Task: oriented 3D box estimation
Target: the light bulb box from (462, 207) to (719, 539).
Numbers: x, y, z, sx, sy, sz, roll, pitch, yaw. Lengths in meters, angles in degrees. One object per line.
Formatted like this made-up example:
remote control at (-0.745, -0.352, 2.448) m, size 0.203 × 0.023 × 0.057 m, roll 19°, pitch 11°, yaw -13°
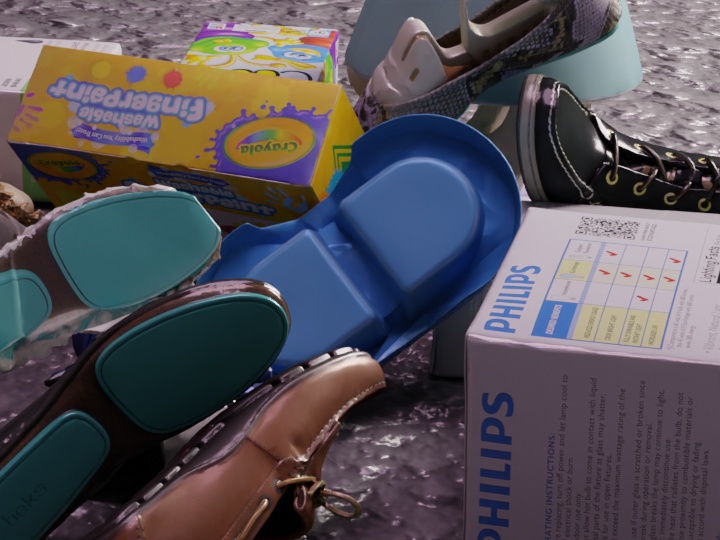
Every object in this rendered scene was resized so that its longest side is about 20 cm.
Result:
light bulb box at (0.165, 0.062, 1.219) m, size 0.199 × 0.126 × 0.198 m, roll 5°, pitch 21°, yaw 12°

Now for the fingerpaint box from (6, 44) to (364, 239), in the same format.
fingerpaint box at (-0.090, -0.056, 1.463) m, size 0.199 × 0.074 × 0.167 m, roll 9°, pitch -24°, yaw 21°

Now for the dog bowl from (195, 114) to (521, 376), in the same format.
dog bowl at (0.000, 0.000, 1.339) m, size 0.200 × 0.112 × 0.050 m, roll -37°, pitch -16°, yaw -5°

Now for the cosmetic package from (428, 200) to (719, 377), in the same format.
cosmetic package at (0.146, 0.015, 1.411) m, size 0.199 × 0.091 × 0.107 m, roll 7°, pitch 21°, yaw 7°

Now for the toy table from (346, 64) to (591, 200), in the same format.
toy table at (0.067, -0.077, 1.606) m, size 0.183 × 0.118 × 0.200 m, roll 10°, pitch 21°, yaw 22°

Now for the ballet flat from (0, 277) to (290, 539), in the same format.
ballet flat at (-0.125, 0.062, 1.165) m, size 0.200 × 0.068 × 0.068 m, roll -36°, pitch 26°, yaw -2°

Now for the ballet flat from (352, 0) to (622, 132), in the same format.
ballet flat at (0.062, -0.137, 1.466) m, size 0.200 × 0.072 × 0.072 m, roll -29°, pitch 20°, yaw 5°

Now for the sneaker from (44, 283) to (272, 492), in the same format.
sneaker at (-0.127, 0.060, 1.267) m, size 0.115 × 0.081 × 0.199 m, roll -7°, pitch 23°, yaw -29°

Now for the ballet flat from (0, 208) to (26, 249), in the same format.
ballet flat at (-0.245, -0.005, 1.445) m, size 0.067 × 0.071 × 0.200 m, roll 29°, pitch 31°, yaw 28°

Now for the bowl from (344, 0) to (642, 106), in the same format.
bowl at (0.090, -0.184, 1.580) m, size 0.199 × 0.106 × 0.201 m, roll 2°, pitch 19°, yaw -1°

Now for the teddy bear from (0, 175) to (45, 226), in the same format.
teddy bear at (-0.307, -0.038, 1.566) m, size 0.145 × 0.067 × 0.199 m, roll 27°, pitch 24°, yaw 31°

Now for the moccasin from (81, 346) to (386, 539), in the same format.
moccasin at (-0.048, 0.105, 1.142) m, size 0.074 × 0.078 × 0.201 m, roll -35°, pitch 5°, yaw 40°

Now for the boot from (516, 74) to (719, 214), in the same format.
boot at (0.189, -0.061, 1.468) m, size 0.153 × 0.074 × 0.204 m, roll -1°, pitch -27°, yaw 24°

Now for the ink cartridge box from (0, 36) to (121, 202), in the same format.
ink cartridge box at (-0.281, -0.112, 1.716) m, size 0.199 × 0.085 × 0.146 m, roll 3°, pitch 20°, yaw 4°

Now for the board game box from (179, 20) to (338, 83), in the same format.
board game box at (-0.076, -0.096, 1.663) m, size 0.102 × 0.106 × 0.200 m, roll 4°, pitch 21°, yaw 5°

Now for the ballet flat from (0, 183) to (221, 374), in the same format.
ballet flat at (-0.168, 0.010, 1.245) m, size 0.199 × 0.072 × 0.072 m, roll -24°, pitch 31°, yaw -29°
